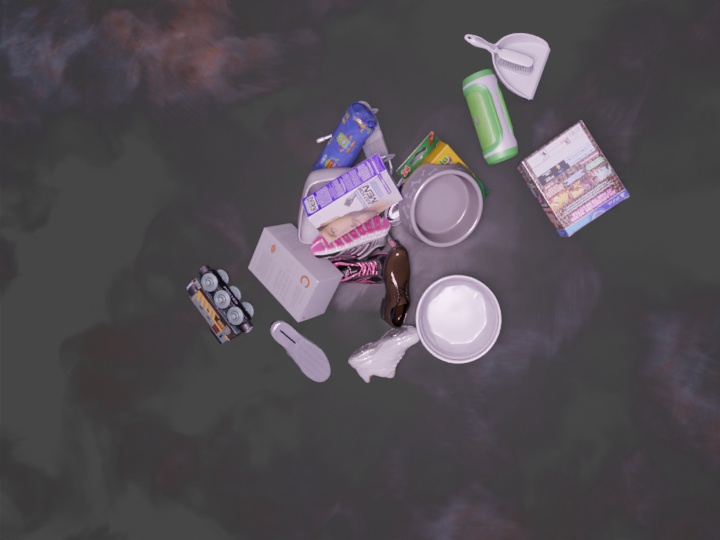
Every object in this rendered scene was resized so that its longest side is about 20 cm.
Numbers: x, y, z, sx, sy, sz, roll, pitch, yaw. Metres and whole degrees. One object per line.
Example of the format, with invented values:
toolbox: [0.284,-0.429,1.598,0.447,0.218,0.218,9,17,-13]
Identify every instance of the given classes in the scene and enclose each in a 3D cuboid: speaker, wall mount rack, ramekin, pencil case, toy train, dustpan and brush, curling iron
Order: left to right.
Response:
toy train: [-0.356,0.088,1.504,0.114,0.085,0.201,-40,87,17]
pencil case: [-0.035,-0.285,1.375,0.087,0.078,0.201,46,125,13]
wall mount rack: [-0.008,-0.297,1.443,0.172,0.074,0.204,-22,89,42]
curling iron: [0.051,-0.110,1.458,0.025,0.050,0.202,-36,83,7]
ramekin: [0.229,0.110,1.412,0.195,0.105,0.205,0,92,7]
speaker: [0.302,-0.355,1.387,0.087,0.088,0.204,-18,90,8]
dustpan and brush: [0.332,-0.498,1.381,0.196,0.057,0.142,21,88,6]

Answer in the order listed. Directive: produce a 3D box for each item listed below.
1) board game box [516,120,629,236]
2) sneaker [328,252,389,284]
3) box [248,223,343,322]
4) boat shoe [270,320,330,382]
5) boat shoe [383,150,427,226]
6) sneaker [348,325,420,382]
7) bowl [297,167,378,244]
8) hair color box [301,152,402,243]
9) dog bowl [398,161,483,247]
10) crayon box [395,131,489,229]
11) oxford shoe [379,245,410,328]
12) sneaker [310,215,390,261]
board game box: [0.480,-0.206,1.364,0.158,0.097,0.202,-33,88,8]
sneaker: [0.000,0.000,1.442,0.195,0.095,0.081,-7,90,6]
box: [-0.156,0.002,1.413,0.200,0.097,0.126,44,123,23]
boat shoe: [-0.148,0.192,1.486,0.072,0.071,0.201,-41,107,-5]
boat shoe: [0.117,-0.199,1.428,0.072,0.068,0.201,39,97,4]
sneaker: [0.072,0.207,1.456,0.198,0.078,0.100,-29,100,24]
bowl: [-0.052,-0.160,1.390,0.196,0.202,0.076,-4,49,-20]
hair color box: [-0.017,-0.155,1.304,0.197,0.109,0.066,-29,53,10]
dog bowl: [0.186,-0.145,1.345,0.195,0.059,0.205,-6,113,-13]
crayon box: [0.191,-0.204,1.382,0.199,0.051,0.127,40,98,-25]
oxford shoe: [0.094,0.042,1.411,0.071,0.084,0.205,-7,112,-18]
sneaker: [-0.020,-0.057,1.405,0.196,0.074,0.089,-19,135,-13]
